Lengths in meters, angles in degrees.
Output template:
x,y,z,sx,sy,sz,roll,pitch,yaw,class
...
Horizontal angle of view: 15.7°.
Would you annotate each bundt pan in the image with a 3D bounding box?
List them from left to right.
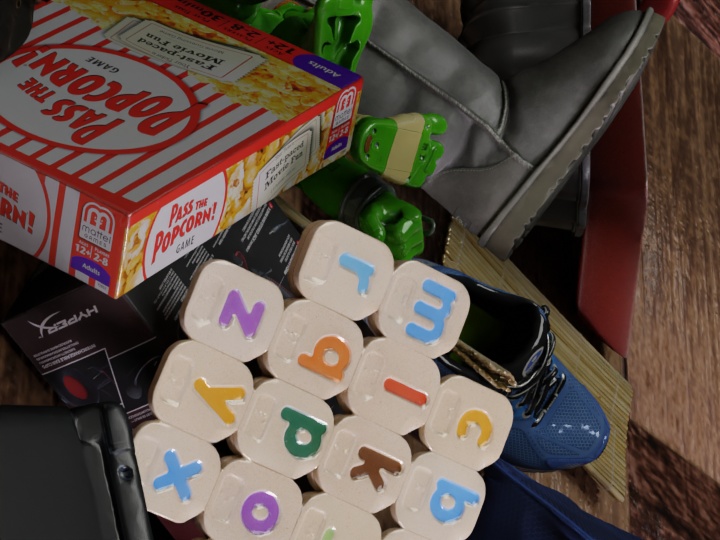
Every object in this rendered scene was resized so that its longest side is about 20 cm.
x,y,z,sx,sy,sz,roll,pitch,yaw,class
0.098,-0.120,1.584,0.202,0.076,0.202,-1,90,-89,bundt pan

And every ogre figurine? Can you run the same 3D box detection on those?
x,y,z,sx,sy,sz,roll,pitch,yaw,class
-0.035,-0.100,1.351,0.098,0.120,0.200,-57,136,-14,ogre figurine

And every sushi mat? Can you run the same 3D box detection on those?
x,y,z,sx,sy,sz,roll,pitch,yaw,class
0.000,0.000,1.365,0.096,0.012,0.200,41,-3,-40,sushi mat
0.107,0.050,1.600,0.200,0.012,0.096,45,39,-31,sushi mat

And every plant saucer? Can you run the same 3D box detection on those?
x,y,z,sx,sy,sz,roll,pitch,yaw,class
0.154,-0.077,1.661,0.200,0.037,0.200,88,3,-58,plant saucer

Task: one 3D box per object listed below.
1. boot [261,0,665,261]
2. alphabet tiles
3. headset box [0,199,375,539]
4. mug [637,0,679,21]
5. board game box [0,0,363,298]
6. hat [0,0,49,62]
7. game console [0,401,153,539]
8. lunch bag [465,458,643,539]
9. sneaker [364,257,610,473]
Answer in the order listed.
x,y,z,sx,sy,sz,roll,pitch,yaw,class
0.046,-0.124,1.451,0.200,0.073,0.182,37,77,7,boot
-0.020,0.083,1.235,0.195,0.015,0.200,25,81,-31,alphabet tiles
-0.068,0.047,1.297,0.200,0.075,0.149,53,34,-21,headset box
0.195,-0.258,1.833,0.178,0.133,0.200,61,36,-7,mug
-0.114,-0.070,1.225,0.200,0.151,0.046,-36,145,-52,board game box
-0.203,-0.132,1.179,0.201,0.200,0.081,-28,134,-58,hat
-0.140,0.165,1.107,0.116,0.176,0.200,-8,74,-18,game console
0.116,0.207,1.403,0.200,0.132,0.136,32,4,-41,lunch bag
0.078,0.059,1.477,0.200,0.089,0.079,36,72,-35,sneaker
